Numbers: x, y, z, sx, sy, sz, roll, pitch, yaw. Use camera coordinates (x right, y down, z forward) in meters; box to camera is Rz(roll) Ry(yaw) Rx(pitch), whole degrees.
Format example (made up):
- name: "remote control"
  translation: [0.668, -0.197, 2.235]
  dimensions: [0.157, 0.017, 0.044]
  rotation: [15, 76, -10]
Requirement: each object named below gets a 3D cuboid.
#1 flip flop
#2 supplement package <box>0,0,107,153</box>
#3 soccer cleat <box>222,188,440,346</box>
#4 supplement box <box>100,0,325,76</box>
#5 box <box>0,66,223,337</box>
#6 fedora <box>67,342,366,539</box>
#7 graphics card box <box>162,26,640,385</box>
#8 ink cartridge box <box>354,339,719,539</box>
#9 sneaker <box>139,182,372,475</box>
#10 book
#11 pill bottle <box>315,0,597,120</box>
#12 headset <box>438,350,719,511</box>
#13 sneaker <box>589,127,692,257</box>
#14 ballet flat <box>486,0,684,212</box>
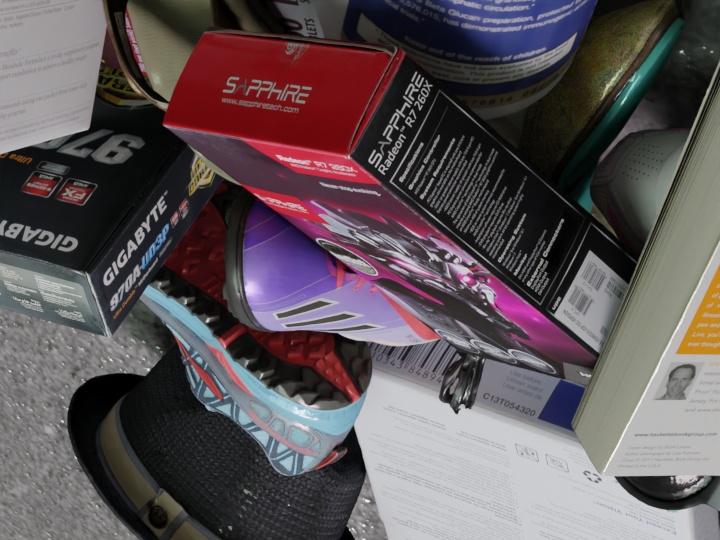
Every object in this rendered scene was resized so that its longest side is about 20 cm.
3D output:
- name: "flip flop"
  translation: [-0.075, -0.102, 0.907]
  dimensions: [0.081, 0.058, 0.200]
  rotation: [17, 149, 21]
- name: "supplement package"
  translation: [-0.167, -0.159, 0.891]
  dimensions: [0.113, 0.109, 0.201]
  rotation: [21, 111, 21]
- name: "soccer cleat"
  translation: [0.000, 0.000, 0.979]
  dimensions: [0.073, 0.069, 0.200]
  rotation: [4, 174, 21]
- name: "supplement box"
  translation: [-0.089, -0.142, 0.978]
  dimensions: [0.199, 0.061, 0.109]
  rotation: [15, 143, 25]
- name: "box"
  translation: [-0.167, -0.058, 1.058]
  dimensions: [0.199, 0.159, 0.046]
  rotation: [14, 141, 26]
- name: "fedora"
  translation: [-0.062, 0.099, 1.215]
  dimensions: [0.200, 0.201, 0.092]
  rotation: [34, 110, -2]
- name: "graphics card box"
  translation: [0.029, -0.022, 0.874]
  dimensions: [0.200, 0.051, 0.125]
  rotation: [36, 165, -38]
- name: "ink cartridge box"
  translation: [0.094, 0.120, 1.148]
  dimensions: [0.196, 0.043, 0.200]
  rotation: [18, 149, 24]
- name: "sneaker"
  translation: [-0.079, 0.030, 1.119]
  dimensions: [0.200, 0.079, 0.096]
  rotation: [46, 143, 29]
- name: "book"
  translation: [0.177, -0.005, 0.835]
  dimensions: [0.133, 0.048, 0.200]
  rotation: [4, 124, -25]
- name: "pill bottle"
  translation: [0.051, -0.155, 0.803]
  dimensions: [0.111, 0.111, 0.200]
  rotation: [27, 146, 7]
- name: "headset"
  translation: [0.140, 0.069, 0.995]
  dimensions: [0.200, 0.124, 0.094]
  rotation: [28, 114, 1]
- name: "sneaker"
  translation: [0.169, -0.004, 0.934]
  dimensions: [0.088, 0.081, 0.200]
  rotation: [28, 166, 49]
- name: "ballet flat"
  translation: [0.081, -0.059, 0.947]
  dimensions: [0.071, 0.071, 0.200]
  rotation: [28, 147, 6]
